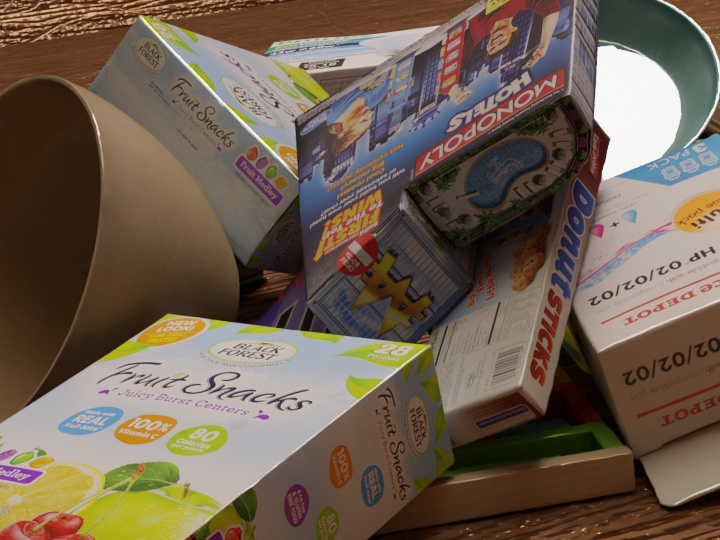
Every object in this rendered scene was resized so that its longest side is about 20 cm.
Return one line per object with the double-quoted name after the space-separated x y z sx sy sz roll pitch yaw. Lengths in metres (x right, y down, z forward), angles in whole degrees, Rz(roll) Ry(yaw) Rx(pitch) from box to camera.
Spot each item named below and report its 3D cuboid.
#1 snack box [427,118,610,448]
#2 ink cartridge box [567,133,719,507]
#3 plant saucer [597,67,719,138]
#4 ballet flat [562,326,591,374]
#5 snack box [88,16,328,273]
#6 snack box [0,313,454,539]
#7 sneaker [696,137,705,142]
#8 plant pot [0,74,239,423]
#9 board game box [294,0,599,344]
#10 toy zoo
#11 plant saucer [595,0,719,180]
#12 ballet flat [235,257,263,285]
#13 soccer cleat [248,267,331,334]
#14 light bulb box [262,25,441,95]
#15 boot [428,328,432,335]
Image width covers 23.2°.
0.075 0.002 0.867 0.071 0.024 0.201 -25 30 36 "snack box"
0.162 0.018 0.856 0.114 0.068 0.200 -23 27 3 "ink cartridge box"
0.208 -0.104 1.275 0.198 0.030 0.200 24 -6 3 "plant saucer"
0.207 0.022 0.965 0.197 0.067 0.067 -12 27 3 "ballet flat"
-0.052 -0.071 1.121 0.169 0.068 0.199 46 18 24 "snack box"
-0.082 0.093 0.767 0.167 0.068 0.199 4 25 36 "snack box"
0.181 -0.024 1.140 0.199 0.078 0.085 -26 27 -26 "sneaker"
-0.145 0.009 0.974 0.134 0.203 0.199 18 -4 -38 "plant pot"
0.043 -0.049 0.895 0.199 0.062 0.201 -29 30 29 "board game box"
0.049 0.078 0.894 0.129 0.021 0.200 -8 15 -6 "toy zoo"
0.138 -0.112 1.156 0.197 0.036 0.202 -5 48 6 "plant saucer"
-0.128 -0.002 1.192 0.067 0.065 0.200 1 17 29 "ballet flat"
0.000 0.000 1.032 0.198 0.074 0.068 -27 18 2 "soccer cleat"
0.013 -0.128 1.483 0.196 0.126 0.200 -5 16 6 "light bulb box"
0.137 0.013 1.033 0.198 0.076 0.074 -24 24 6 "boot"
